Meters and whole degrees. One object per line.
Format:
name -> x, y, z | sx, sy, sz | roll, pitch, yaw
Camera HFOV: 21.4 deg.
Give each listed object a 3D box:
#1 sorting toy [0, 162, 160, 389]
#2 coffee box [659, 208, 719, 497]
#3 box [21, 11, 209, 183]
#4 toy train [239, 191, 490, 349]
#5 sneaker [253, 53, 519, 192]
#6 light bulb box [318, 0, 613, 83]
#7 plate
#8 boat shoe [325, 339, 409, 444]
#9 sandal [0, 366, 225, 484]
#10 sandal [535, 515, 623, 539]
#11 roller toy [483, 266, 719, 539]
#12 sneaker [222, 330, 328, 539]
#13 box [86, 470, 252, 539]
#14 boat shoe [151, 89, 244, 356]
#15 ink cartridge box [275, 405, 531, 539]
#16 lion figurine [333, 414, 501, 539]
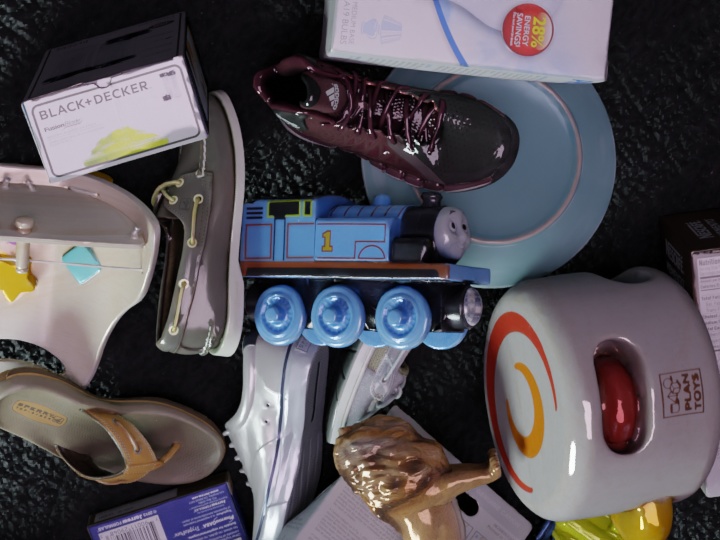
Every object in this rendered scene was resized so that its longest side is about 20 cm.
sorting toy -> -0.265, 0.018, 1.452 | 0.199, 0.107, 0.181 | 4, 117, -14
coffee box -> 0.290, 0.061, 1.498 | 0.079, 0.114, 0.201 | -7, 105, -2
box -> -0.170, -0.127, 1.359 | 0.116, 0.200, 0.060 | -16, 107, -1
toy train -> 0.000, 0.000, 1.411 | 0.199, 0.087, 0.115 | 0, 89, 32
sneaker -> 0.009, -0.109, 1.383 | 0.199, 0.115, 0.076 | 13, 88, 23
light bulb box -> 0.080, -0.240, 1.373 | 0.199, 0.125, 0.199 | 5, 95, -6
plate -> 0.100, -0.087, 1.452 | 0.199, 0.026, 0.201 | 0, 87, -7
boat shoe -> 0.031, 0.051, 1.495 | 0.065, 0.074, 0.202 | 25, 96, -7
sandal -> -0.201, 0.133, 1.489 | 0.199, 0.054, 0.080 | 20, 122, -26
sandal -> 0.156, 0.252, 1.541 | 0.079, 0.087, 0.200 | 39, 88, 2
roller toy -> 0.187, 0.093, 1.443 | 0.139, 0.200, 0.183 | -7, 136, -17
sneaker -> -0.072, 0.138, 1.521 | 0.071, 0.073, 0.201 | 14, 107, 18
box -> -0.134, 0.274, 1.565 | 0.121, 0.032, 0.201 | -18, 105, 1
boat shoe -> -0.124, -0.037, 1.429 | 0.060, 0.072, 0.203 | 1, 84, -22
ink cartridge box -> 0.018, 0.233, 1.508 | 0.162, 0.050, 0.200 | 41, 69, -13
lion figurine -> 0.058, 0.201, 1.461 | 0.122, 0.072, 0.201 | -14, 97, 3
